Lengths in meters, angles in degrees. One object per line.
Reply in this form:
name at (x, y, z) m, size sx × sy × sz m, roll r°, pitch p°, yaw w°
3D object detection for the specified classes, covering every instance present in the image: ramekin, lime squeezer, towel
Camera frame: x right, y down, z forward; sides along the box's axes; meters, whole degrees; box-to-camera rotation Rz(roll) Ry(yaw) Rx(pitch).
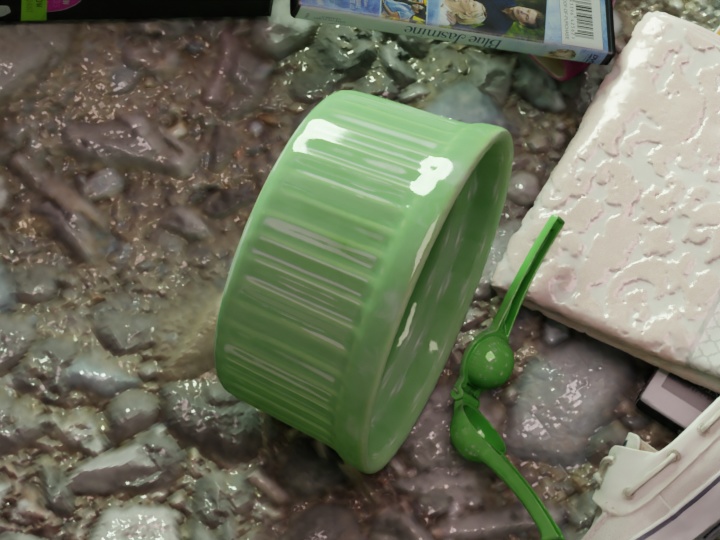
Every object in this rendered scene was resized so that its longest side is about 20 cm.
ramekin at (0.000, 0.000, 1.328) m, size 0.098 × 0.200 × 0.200 m, roll 22°, pitch 61°, yaw 11°
lime squeezer at (0.080, 0.063, 1.376) m, size 0.038 × 0.071 × 0.200 m, roll 22°, pitch 56°, yaw -31°
towel at (0.201, -0.037, 1.419) m, size 0.191 × 0.032 × 0.200 m, roll 25°, pitch 74°, yaw 23°

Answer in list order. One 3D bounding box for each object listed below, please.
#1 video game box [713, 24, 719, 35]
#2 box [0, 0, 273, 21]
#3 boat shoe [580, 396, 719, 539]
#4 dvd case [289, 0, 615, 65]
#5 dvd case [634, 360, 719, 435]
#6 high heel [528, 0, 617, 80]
video game box at (0.307, -0.112, 1.516) m, size 0.182 × 0.047 × 0.200 m, roll 33°, pitch 63°, yaw 12°
box at (-0.148, -0.237, 1.452) m, size 0.200 × 0.149 × 0.125 m, roll -3°, pitch 63°, yaw -11°
boat shoe at (0.161, 0.122, 1.331) m, size 0.200 × 0.071 × 0.070 m, roll -40°, pitch 73°, yaw 3°
dvd case at (0.054, -0.200, 1.462) m, size 0.200 × 0.018 × 0.143 m, roll 7°, pitch 62°, yaw -16°
dvd case at (0.274, 0.035, 1.418) m, size 0.150 × 0.025 × 0.200 m, roll 32°, pitch 77°, yaw 9°
high heel at (0.067, -0.195, 1.511) m, size 0.200 × 0.067 × 0.096 m, roll 35°, pitch 51°, yaw -5°
